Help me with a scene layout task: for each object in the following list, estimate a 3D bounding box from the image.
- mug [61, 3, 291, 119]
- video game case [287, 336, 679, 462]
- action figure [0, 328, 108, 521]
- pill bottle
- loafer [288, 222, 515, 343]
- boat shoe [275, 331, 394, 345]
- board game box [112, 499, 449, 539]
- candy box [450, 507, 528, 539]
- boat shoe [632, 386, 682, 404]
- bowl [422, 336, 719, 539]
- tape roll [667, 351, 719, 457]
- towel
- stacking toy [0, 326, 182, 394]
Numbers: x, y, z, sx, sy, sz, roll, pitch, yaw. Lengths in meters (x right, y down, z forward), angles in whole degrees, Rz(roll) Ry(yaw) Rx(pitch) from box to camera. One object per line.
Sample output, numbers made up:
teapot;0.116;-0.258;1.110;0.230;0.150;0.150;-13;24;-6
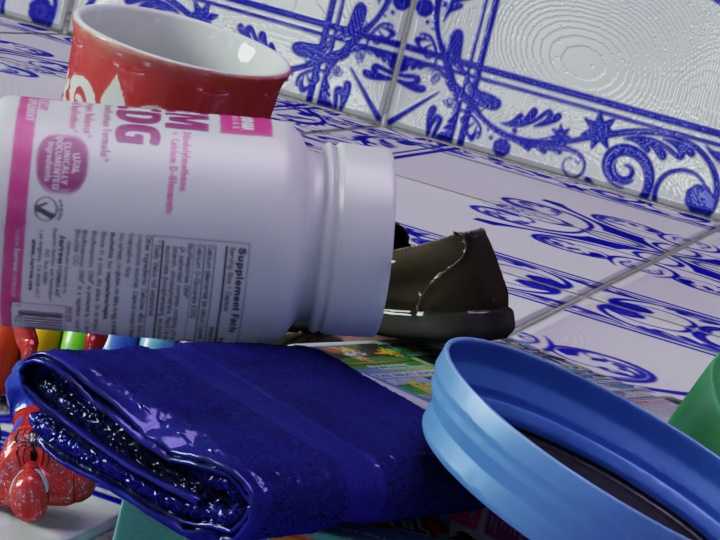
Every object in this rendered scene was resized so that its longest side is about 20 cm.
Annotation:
mug;-0.115;-0.045;1.455;0.177;0.201;0.133;1;21;-43
video game case;0.086;0.074;1.280;0.182;0.022;0.199;22;15;38
action figure;-0.154;0.065;1.161;0.065;0.052;0.200;1;27;-4
pill bottle;-0.086;-0.022;1.180;0.198;0.114;0.113;5;10;-6
loafer;0.000;0.000;1.341;0.199;0.072;0.073;4;3;30
boat shoe;-0.020;0.064;1.422;0.066;0.075;0.199;25;24;36
board game box;-0.033;0.115;1.154;0.151;0.045;0.200;15;10;-1
candy box;0.097;0.116;1.298;0.199;0.061;0.136;19;11;29
boat shoe;0.172;0.107;1.452;0.064;0.075;0.201;11;4;31
bowl;0.116;0.099;1.071;0.200;0.040;0.201;28;11;-6
tape roll;0.252;0.121;1.230;0.199;0.048;0.201;28;25;-14
towel;-0.044;0.081;1.078;0.147;0.050;0.199;30;17;33
stacking toy;-0.156;0.047;1.299;0.198;0.086;0.085;9;9;2
